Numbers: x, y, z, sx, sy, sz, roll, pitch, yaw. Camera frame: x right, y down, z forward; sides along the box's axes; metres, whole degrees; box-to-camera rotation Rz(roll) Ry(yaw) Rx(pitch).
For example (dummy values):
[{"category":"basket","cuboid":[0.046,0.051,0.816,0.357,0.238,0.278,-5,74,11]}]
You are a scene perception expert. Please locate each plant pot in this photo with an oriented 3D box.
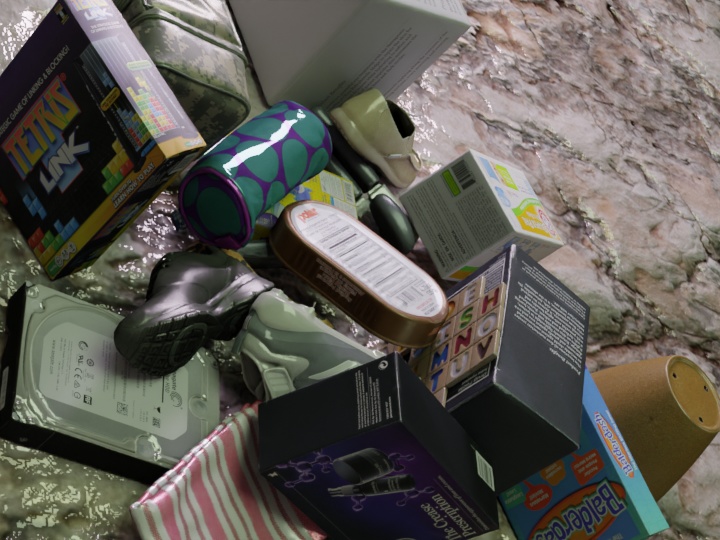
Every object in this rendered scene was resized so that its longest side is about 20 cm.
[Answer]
[{"category":"plant pot","cuboid":[0.295,0.181,1.518,0.186,0.200,0.187,29,42,-29]}]

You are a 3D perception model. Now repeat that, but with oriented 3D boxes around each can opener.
[{"category":"can opener","cuboid":[-0.001,-0.103,1.553,0.053,0.066,0.200,-38,85,-27]}]

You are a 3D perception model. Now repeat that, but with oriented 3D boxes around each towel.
[{"category":"towel","cuboid":[-0.106,0.214,1.161,0.200,0.030,0.147,-40,108,-56]}]

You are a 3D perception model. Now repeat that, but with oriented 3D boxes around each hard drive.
[{"category":"hard drive","cuboid":[-0.210,0.103,1.177,0.199,0.038,0.140,26,44,-32]}]

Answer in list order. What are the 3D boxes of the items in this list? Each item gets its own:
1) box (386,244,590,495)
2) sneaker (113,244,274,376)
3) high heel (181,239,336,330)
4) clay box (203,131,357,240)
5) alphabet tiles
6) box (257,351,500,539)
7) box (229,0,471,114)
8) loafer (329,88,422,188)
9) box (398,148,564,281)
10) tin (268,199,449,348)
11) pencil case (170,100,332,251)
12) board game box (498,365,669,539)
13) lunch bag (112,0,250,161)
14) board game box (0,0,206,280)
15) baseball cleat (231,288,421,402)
[{"category":"box","cuboid":[0.117,0.119,1.380,0.123,0.200,0.199,38,39,-19]},{"category":"sneaker","cuboid":[-0.161,0.030,1.215,0.091,0.076,0.200,41,25,13]},{"category":"high heel","cuboid":[-0.099,0.058,1.319,0.142,0.071,0.201,-4,62,-38]},{"category":"clay box","cuboid":[-0.091,-0.070,1.444,0.199,0.048,0.115,20,46,-34]},{"category":"alphabet tiles","cuboid":[0.067,0.094,1.344,0.008,0.200,0.168,37,38,-19]},{"category":"box","cuboid":[0.018,0.175,1.219,0.200,0.140,0.079,49,29,-42]},{"category":"box","cuboid":[-0.021,-0.312,1.599,0.171,0.199,0.201,5,55,-45]},{"category":"loafer","cuboid":[0.034,-0.152,1.587,0.076,0.068,0.200,57,12,21]},{"category":"box","cuboid":[0.144,-0.056,1.595,0.113,0.101,0.200,62,19,14]},{"category":"tin","cuboid":[0.000,0.000,1.360,0.200,0.042,0.112,37,25,13]},{"category":"pencil case","cuboid":[-0.101,-0.094,1.342,0.200,0.085,0.093,-48,135,-54]},{"category":"board game box","cuboid":[0.211,0.212,1.441,0.045,0.152,0.201,-4,62,-49]},{"category":"lunch bag","cuboid":[-0.210,-0.190,1.295,0.139,0.200,0.169,21,49,-38]},{"category":"board game box","cuboid":[-0.245,-0.114,1.186,0.166,0.200,0.057,55,38,6]},{"category":"baseball cleat","cuboid":[-0.036,0.098,1.269,0.200,0.070,0.107,34,80,-27]}]
